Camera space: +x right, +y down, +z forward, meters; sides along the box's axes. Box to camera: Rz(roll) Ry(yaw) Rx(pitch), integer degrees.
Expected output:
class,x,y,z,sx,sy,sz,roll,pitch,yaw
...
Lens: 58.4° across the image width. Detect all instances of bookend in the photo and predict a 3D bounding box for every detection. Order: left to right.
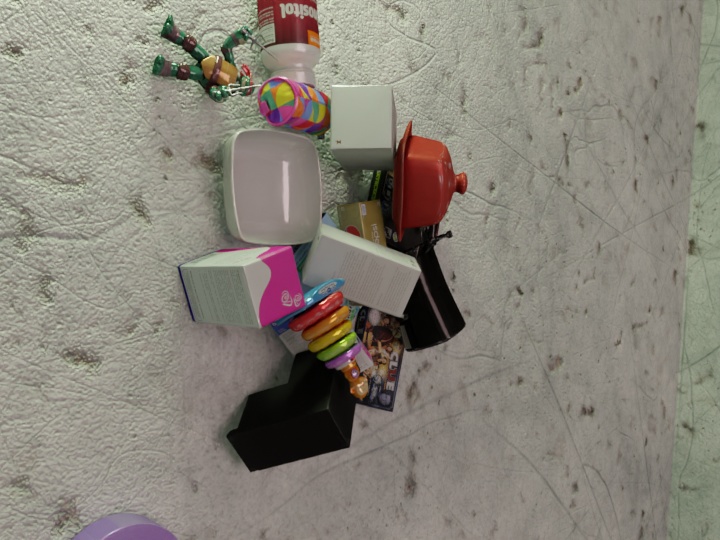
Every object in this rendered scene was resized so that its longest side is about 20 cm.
class,x,y,z,sx,sy,sz,roll,pitch,yaw
bookend,-0.113,0.236,1.162,0.200,0.196,0.093,-81,149,-58

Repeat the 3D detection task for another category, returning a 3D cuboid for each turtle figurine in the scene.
class,x,y,z,sx,sy,sz,roll,pitch,yaw
turtle figurine,-0.240,-0.337,1.080,0.197,0.100,0.153,15,64,-28

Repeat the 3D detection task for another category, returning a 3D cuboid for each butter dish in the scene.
class,x,y,z,sx,sy,sz,roll,pitch,yaw
butter dish,0.142,-0.178,1.289,0.201,0.144,0.203,-73,166,-62

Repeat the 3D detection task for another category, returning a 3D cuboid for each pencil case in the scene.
class,x,y,z,sx,sy,sz,roll,pitch,yaw
pencil case,-0.112,-0.289,1.156,0.200,0.086,0.091,-12,99,-73

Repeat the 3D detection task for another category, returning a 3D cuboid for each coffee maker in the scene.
class,x,y,z,sx,sy,sz,roll,pitch,yaw
coffee maker,0.135,0.051,1.338,0.133,0.191,0.203,-26,91,-32

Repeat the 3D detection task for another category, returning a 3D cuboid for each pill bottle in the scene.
class,x,y,z,sx,sy,sz,roll,pitch,yaw
pill bottle,-0.130,-0.436,1.179,0.112,0.112,0.205,-8,95,-44

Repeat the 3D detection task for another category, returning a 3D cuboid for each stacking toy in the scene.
class,x,y,z,sx,sy,sz,roll,pitch,yaw
stacking toy,-0.042,0.126,1.091,0.115,0.109,0.203,-29,89,-46

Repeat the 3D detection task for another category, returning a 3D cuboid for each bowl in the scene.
class,x,y,z,sx,sy,sz,roll,pitch,yaw
bowl,-0.166,-0.147,1.164,0.197,0.074,0.205,-3,92,-45

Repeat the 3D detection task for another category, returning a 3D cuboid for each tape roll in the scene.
class,x,y,z,sx,sy,sz,roll,pitch,yaw
tape roll,-0.361,0.476,0.965,0.198,0.065,0.205,1,88,-44

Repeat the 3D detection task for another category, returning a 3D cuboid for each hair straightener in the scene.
class,x,y,z,sx,sy,sz,roll,pitch,yaw
hair straightener,0.152,-0.133,1.449,0.076,0.040,0.204,23,78,-44

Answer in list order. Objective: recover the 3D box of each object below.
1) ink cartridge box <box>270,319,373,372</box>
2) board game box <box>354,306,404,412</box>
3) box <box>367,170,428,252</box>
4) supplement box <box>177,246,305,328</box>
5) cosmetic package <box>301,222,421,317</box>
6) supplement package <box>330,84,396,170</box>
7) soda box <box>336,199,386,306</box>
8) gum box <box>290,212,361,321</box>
class,x,y,z,sx,sy,sz,roll,pitch,yaw
ink cartridge box,-0.073,0.133,1.228,0.118,0.042,0.201,-30,120,8
board game box,0.034,0.189,1.381,0.134,0.034,0.204,22,74,-42
box,0.094,-0.140,1.439,0.191,0.047,0.204,25,72,-40
supplement box,-0.195,0.024,1.044,0.100,0.198,0.106,-24,105,-41
cosmetic package,0.000,0.000,1.184,0.197,0.071,0.103,20,108,-14
supplement package,0.011,-0.269,1.245,0.200,0.115,0.120,15,76,-84
soda box,0.010,-0.034,1.279,0.063,0.067,0.205,-12,97,-44
gum box,-0.072,0.020,1.274,0.201,0.044,0.171,54,54,-28
